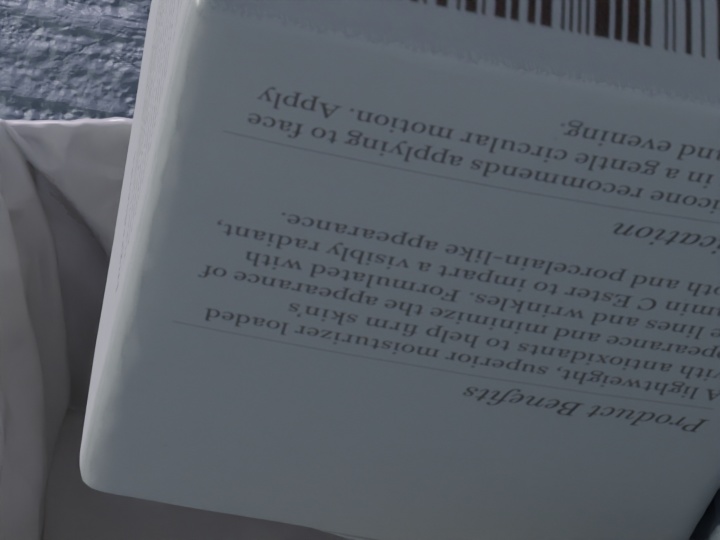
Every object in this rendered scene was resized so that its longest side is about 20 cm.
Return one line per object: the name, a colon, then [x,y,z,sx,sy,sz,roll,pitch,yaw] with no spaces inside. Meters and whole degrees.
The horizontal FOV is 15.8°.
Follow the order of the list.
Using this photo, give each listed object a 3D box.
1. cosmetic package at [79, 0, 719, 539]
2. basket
cosmetic package: [0.029,-0.049,0.656,0.200,0.164,0.166,111,166,-53]
basket: [-0.040,0.073,0.872,0.161,0.197,0.201,93,178,-50]
